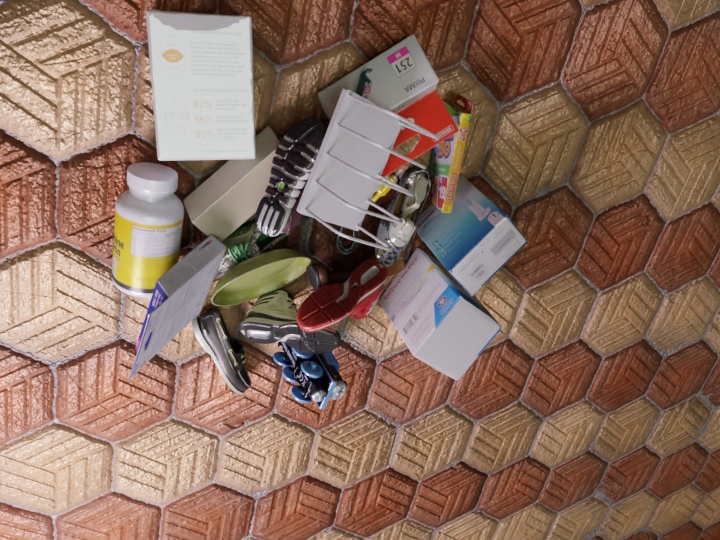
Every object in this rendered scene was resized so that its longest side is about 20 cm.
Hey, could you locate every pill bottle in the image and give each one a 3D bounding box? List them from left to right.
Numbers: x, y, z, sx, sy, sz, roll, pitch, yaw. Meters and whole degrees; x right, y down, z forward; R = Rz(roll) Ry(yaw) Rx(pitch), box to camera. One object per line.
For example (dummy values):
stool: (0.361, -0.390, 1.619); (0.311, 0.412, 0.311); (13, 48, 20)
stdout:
pill bottle: (-0.355, -0.068, 0.989); (0.108, 0.113, 0.206); (4, 116, -21)

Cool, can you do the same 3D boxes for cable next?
cable: (-0.005, -0.120, 1.082); (0.095, 0.051, 0.204); (17, 111, -29)

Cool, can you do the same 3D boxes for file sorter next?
file sorter: (0.015, -0.151, 0.930); (0.136, 0.124, 0.205); (12, 107, -44)

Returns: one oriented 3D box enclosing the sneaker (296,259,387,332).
sneaker: (-0.029, 0.075, 1.096); (0.196, 0.079, 0.117); (-29, 148, -22)

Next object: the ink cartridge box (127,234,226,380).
ink cartridge box: (-0.322, 0.061, 0.998); (0.043, 0.201, 0.198); (36, 131, 3)

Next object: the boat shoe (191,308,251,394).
boat shoe: (-0.262, 0.164, 1.174); (0.059, 0.072, 0.205); (-27, 123, -3)

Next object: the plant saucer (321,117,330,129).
plant saucer: (-0.038, -0.178, 1.091); (0.193, 0.037, 0.206); (-10, 121, -16)

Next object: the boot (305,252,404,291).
boot: (0.000, 0.000, 1.148); (0.195, 0.070, 0.190); (-28, 149, -3)

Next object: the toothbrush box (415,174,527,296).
toothbrush box: (0.203, -0.073, 1.138); (0.146, 0.201, 0.085); (-44, 124, 8)

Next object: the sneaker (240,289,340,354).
sneaker: (-0.125, 0.086, 1.139); (0.193, 0.117, 0.077); (8, 134, 8)

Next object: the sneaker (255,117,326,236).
sneaker: (-0.103, -0.154, 0.998); (0.204, 0.075, 0.115); (-61, 163, 11)

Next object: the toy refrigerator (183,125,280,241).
toy refrigerator: (-0.204, -0.148, 1.020); (0.199, 0.070, 0.076); (-40, 142, 4)

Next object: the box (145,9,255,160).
box: (-0.240, -0.280, 0.899); (0.147, 0.106, 0.207); (-4, 109, -17)

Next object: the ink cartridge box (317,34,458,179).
ink cartridge box: (0.050, -0.272, 1.013); (0.196, 0.044, 0.177); (-30, 86, -1)

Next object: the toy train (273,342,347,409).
toy train: (-0.097, 0.186, 1.176); (0.111, 0.201, 0.089); (9, 116, -35)

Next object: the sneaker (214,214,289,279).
sneaker: (-0.206, -0.046, 1.069); (0.198, 0.089, 0.077); (-37, 123, 3)

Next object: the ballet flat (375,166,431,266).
ballet flat: (0.083, -0.106, 1.107); (0.071, 0.071, 0.206); (27, 79, -30)

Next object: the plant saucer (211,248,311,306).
plant saucer: (-0.184, 0.009, 1.081); (0.195, 0.032, 0.200); (-24, 168, -5)

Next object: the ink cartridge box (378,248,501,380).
ink cartridge box: (0.158, 0.086, 1.208); (0.143, 0.201, 0.149); (30, 105, -33)

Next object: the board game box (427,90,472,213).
board game box: (0.162, -0.222, 1.103); (0.029, 0.096, 0.206); (1, 117, -19)
